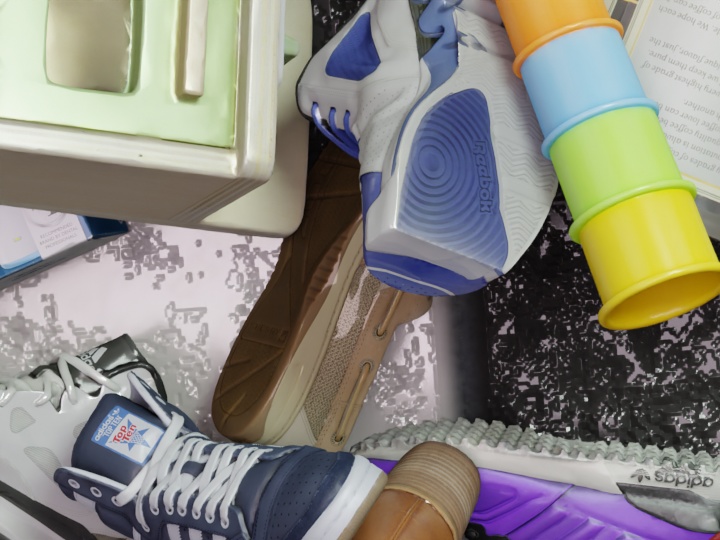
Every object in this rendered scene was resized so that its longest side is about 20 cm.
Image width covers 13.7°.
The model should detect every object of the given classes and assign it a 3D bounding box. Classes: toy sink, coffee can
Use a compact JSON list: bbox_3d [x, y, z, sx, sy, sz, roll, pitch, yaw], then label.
[{"bbox_3d":[-0.098,-0.096,1.359,0.200,0.112,0.131,8,76,-23],"label":"toy sink"},{"bbox_3d":[0.162,-0.122,1.359,0.146,0.146,0.200,23,95,6],"label":"coffee can"}]

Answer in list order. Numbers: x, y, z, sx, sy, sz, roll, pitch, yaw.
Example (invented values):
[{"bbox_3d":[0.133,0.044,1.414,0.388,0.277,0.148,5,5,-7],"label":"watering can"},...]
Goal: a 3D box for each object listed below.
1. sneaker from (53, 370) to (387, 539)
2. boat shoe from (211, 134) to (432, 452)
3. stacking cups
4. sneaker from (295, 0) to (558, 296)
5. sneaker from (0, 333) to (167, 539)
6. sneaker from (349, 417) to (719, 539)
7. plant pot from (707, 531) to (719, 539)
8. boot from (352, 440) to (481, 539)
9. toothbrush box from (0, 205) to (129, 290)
[{"bbox_3d":[-0.068,0.094,1.337,0.108,0.200,0.070,40,68,-10],"label":"sneaker"},{"bbox_3d":[0.000,0.000,1.433,0.064,0.071,0.200,29,88,-29],"label":"boat shoe"},{"bbox_3d":[0.099,-0.076,1.279,0.060,0.061,0.200,-21,69,8],"label":"stacking cups"},{"bbox_3d":[0.026,-0.064,1.332,0.081,0.115,0.200,25,52,-23],"label":"sneaker"},{"bbox_3d":[-0.169,0.057,1.427,0.200,0.076,0.115,42,84,-31],"label":"sneaker"},{"bbox_3d":[0.088,0.128,1.420,0.200,0.070,0.100,7,96,8],"label":"sneaker"},{"bbox_3d":[0.226,0.205,1.331,0.200,0.183,0.201,-4,107,-12],"label":"plant pot"},{"bbox_3d":[-0.011,0.186,1.367,0.077,0.155,0.200,32,126,5],"label":"boot"},{"bbox_3d":[-0.221,-0.079,1.444,0.146,0.085,0.200,-22,88,8],"label":"toothbrush box"}]
